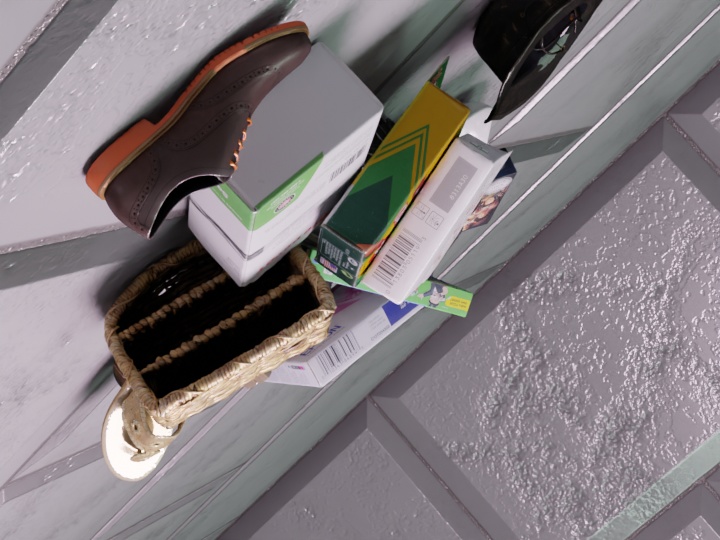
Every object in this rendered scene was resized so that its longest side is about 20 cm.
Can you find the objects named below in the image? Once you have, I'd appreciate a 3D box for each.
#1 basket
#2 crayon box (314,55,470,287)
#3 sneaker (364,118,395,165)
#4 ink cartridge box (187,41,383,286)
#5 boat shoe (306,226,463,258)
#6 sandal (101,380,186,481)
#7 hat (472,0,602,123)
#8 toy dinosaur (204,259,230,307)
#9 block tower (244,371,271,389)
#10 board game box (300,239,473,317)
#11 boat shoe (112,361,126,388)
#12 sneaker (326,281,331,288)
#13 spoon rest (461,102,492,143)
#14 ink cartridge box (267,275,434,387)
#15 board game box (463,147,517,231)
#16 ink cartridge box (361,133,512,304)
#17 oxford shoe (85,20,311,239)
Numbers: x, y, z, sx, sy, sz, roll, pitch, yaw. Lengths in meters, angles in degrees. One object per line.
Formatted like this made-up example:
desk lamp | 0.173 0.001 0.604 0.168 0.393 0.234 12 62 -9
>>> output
basket | -0.137 0.037 1.419 0.200 0.143 0.149 -30 172 -8
crayon box | 0.037 -0.089 1.409 0.200 0.051 0.127 -55 175 -14
sneaker | 0.008 -0.114 1.560 0.079 0.074 0.200 -37 172 7
ink cartridge box | -0.070 -0.085 1.318 0.146 0.084 0.200 -40 172 -18
boat shoe | 0.015 -0.056 1.562 0.200 0.072 0.065 15 138 -29
sandal | -0.215 0.146 1.599 0.077 0.070 0.212 12 111 -25
hat | 0.167 -0.247 1.569 0.201 0.081 0.201 -49 172 -9
toy dinosaur | -0.147 0.018 1.572 0.102 0.077 0.200 -38 -158 -3
block tower | -0.098 0.036 1.628 0.054 0.058 0.200 -29 -156 39
board game box | 0.000 0.000 1.596 0.135 0.200 0.029 25 -82 59
boat shoe | -0.177 0.074 1.674 0.200 0.076 0.074 -20 136 -31
sneaker | -0.078 0.017 1.807 0.099 0.078 0.200 -42 171 28
spoon rest | 0.123 -0.153 1.877 0.099 0.061 0.200 -41 172 -2
ink cartridge box | -0.037 0.061 1.782 0.196 0.043 0.200 -38 -159 -29
board game box | 0.064 -0.065 1.699 0.200 0.035 0.136 -19 162 -17
ink cartridge box | 0.079 -0.057 1.474 0.161 0.050 0.200 -57 177 13
oxford shoe | -0.104 -0.104 1.131 0.200 0.073 0.071 -41 170 -2
